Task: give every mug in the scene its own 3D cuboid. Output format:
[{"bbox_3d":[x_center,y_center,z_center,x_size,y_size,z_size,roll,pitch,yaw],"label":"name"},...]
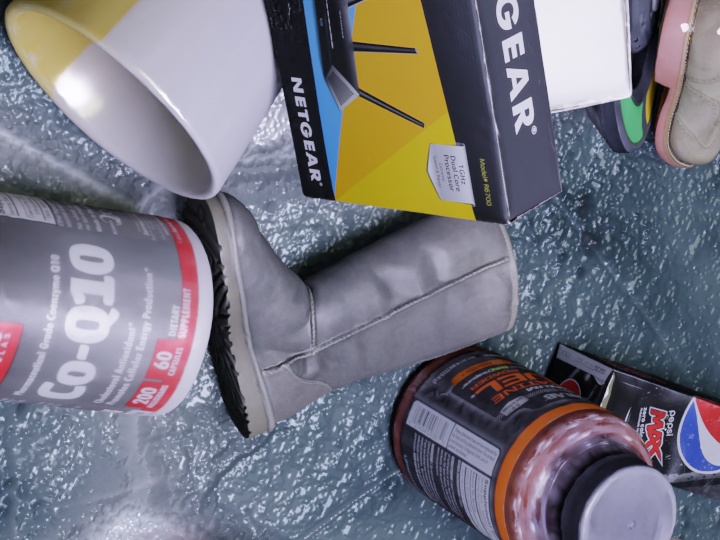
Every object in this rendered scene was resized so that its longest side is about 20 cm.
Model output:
[{"bbox_3d":[-0.099,-0.157,1.178,0.153,0.149,0.187,-51,129,-17],"label":"mug"}]

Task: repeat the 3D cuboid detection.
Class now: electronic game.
[{"bbox_3d":[0.166,-0.172,1.316,0.200,0.041,0.202,5,90,-74],"label":"electronic game"}]

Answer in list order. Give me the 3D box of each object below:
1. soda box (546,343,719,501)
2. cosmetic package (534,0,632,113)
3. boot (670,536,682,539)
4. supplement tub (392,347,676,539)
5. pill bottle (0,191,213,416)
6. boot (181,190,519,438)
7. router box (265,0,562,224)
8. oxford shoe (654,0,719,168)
[{"bbox_3d":[0.216,0.112,1.471,0.199,0.071,0.064,19,94,-32],"label":"soda box"},{"bbox_3d":[0.075,-0.145,1.231,0.104,0.200,0.072,-9,109,-8],"label":"cosmetic package"},{"bbox_3d":[0.105,0.234,1.371,0.186,0.200,0.065,-24,82,-30],"label":"boot"},{"bbox_3d":[0.110,0.122,1.338,0.106,0.200,0.108,-9,109,-28],"label":"supplement tub"},{"bbox_3d":[-0.192,0.015,1.187,0.199,0.114,0.115,8,100,-31],"label":"pill bottle"},{"bbox_3d":[-0.001,-0.002,1.316,0.199,0.073,0.183,-21,128,-16],"label":"boot"},{"bbox_3d":[0.019,-0.132,1.105,0.051,0.149,0.201,-29,117,-40],"label":"router box"},{"bbox_3d":[0.226,-0.113,1.360,0.200,0.073,0.071,65,39,-68],"label":"oxford shoe"}]
